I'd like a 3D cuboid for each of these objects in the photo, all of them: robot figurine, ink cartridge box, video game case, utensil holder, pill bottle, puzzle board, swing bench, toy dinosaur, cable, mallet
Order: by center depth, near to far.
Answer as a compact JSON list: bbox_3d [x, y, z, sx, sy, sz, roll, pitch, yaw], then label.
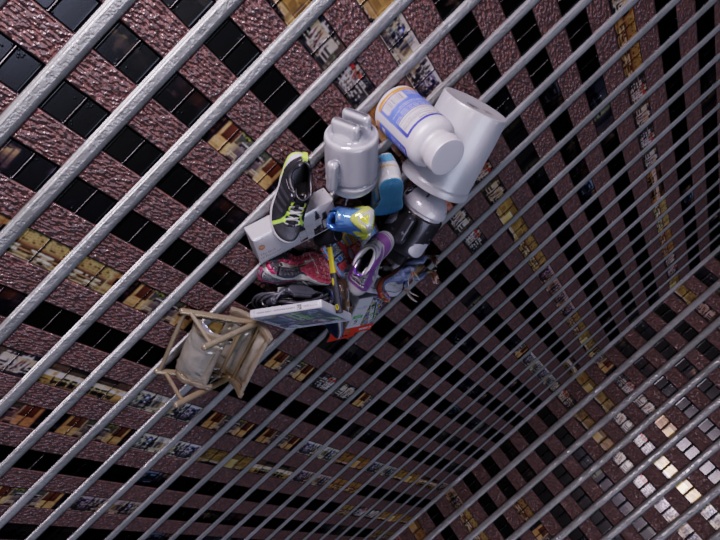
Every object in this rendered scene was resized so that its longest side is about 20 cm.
[{"bbox_3d":[0.124,-0.285,1.305,0.111,0.200,0.113,-23,142,-20],"label":"pill bottle"},{"bbox_3d":[-0.018,-0.232,1.313,0.170,0.112,0.201,-45,151,-35],"label":"robot figurine"},{"bbox_3d":[0.208,-0.280,1.414,0.169,0.170,0.201,1,126,-41],"label":"utensil holder"},{"bbox_3d":[-0.072,-0.002,1.465,0.041,0.065,0.202,-10,99,-56],"label":"mallet"},{"bbox_3d":[-0.342,0.198,1.483,0.199,0.130,0.200,0,129,-47],"label":"swing bench"},{"bbox_3d":[-0.138,0.109,1.516,0.180,0.024,0.200,-10,164,17],"label":"video game case"},{"bbox_3d":[-0.159,0.081,1.525,0.199,0.051,0.163,6,157,-43],"label":"cable"},{"bbox_3d":[0.125,-0.114,1.556,0.124,0.151,0.201,18,118,-30],"label":"robot figurine"},{"bbox_3d":[-0.008,-0.050,1.577,0.150,0.017,0.200,-41,145,-6],"label":"puzzle board"},{"bbox_3d":[0.114,0.015,1.640,0.180,0.200,0.106,-8,124,-16],"label":"toy dinosaur"},{"bbox_3d":[-0.010,0.131,1.750,0.108,0.050,0.201,-8,133,-42],"label":"ink cartridge box"}]

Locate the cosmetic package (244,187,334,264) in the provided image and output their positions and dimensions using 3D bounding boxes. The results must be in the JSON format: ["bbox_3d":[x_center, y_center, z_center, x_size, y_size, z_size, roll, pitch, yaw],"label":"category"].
[{"bbox_3d":[-0.149,-0.098,1.395,0.199,0.051,0.083,-29,142,-14],"label":"cosmetic package"}]

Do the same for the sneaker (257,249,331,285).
[{"bbox_3d":[-0.149,-0.001,1.486,0.199,0.081,0.074,11,150,-41],"label":"sneaker"}]

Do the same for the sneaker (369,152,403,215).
[{"bbox_3d":[0.059,-0.190,1.454,0.076,0.082,0.200,-6,158,-9],"label":"sneaker"}]

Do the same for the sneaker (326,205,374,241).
[{"bbox_3d":[-0.022,-0.114,1.417,0.104,0.077,0.200,8,175,-1],"label":"sneaker"}]

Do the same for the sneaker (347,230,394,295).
[{"bbox_3d":[-0.001,-0.001,1.506,0.114,0.072,0.201,-45,165,-50],"label":"sneaker"}]

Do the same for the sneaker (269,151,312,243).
[{"bbox_3d":[-0.139,-0.145,1.291,0.071,0.083,0.202,1,112,-22],"label":"sneaker"}]

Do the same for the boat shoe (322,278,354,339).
[{"bbox_3d":[-0.051,0.102,1.646,0.072,0.072,0.201,-35,150,-27],"label":"boat shoe"}]

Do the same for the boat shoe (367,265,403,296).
[{"bbox_3d":[0.068,0.023,1.668,0.065,0.074,0.199,-48,159,21],"label":"boat shoe"}]

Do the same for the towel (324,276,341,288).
[{"bbox_3d":[-0.057,0.031,1.642,0.086,0.018,0.201,-10,134,-41],"label":"towel"}]
